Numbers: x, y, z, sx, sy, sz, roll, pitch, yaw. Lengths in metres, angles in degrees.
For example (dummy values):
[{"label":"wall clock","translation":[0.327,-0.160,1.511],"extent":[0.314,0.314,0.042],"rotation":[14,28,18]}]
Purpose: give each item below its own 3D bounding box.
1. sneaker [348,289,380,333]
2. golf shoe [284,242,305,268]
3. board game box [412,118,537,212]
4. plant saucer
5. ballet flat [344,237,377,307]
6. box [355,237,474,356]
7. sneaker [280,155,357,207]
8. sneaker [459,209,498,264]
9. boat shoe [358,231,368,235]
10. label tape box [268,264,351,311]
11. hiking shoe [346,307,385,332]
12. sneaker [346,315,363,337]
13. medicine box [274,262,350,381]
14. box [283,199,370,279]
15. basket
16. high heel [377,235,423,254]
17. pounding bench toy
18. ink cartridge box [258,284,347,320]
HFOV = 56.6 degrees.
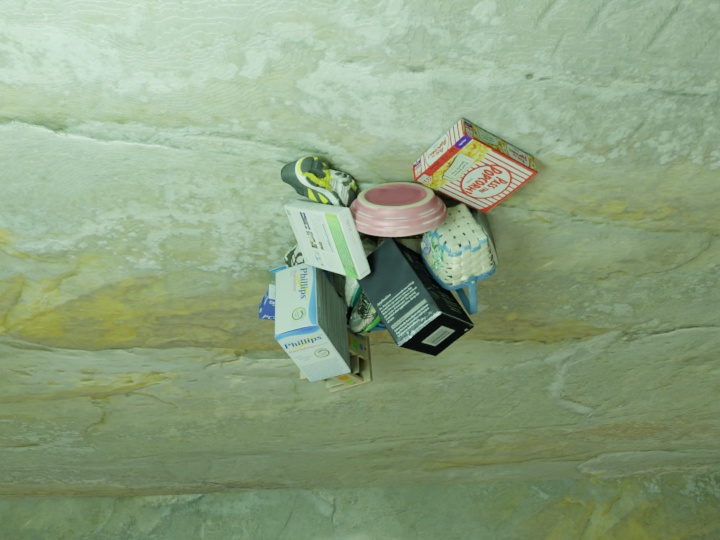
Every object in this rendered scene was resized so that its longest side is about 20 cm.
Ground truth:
[{"label":"sneaker","translation":[0.022,0.060,1.568],"extent":[0.085,0.078,0.201],"rotation":[3,120,-53]},{"label":"golf shoe","translation":[-0.137,-0.034,1.531],"extent":[0.088,0.077,0.201],"rotation":[21,133,16]},{"label":"board game box","translation":[0.227,-0.203,1.334],"extent":[0.199,0.047,0.151],"rotation":[19,141,-29]},{"label":"plant saucer","translation":[0.071,-0.128,1.327],"extent":[0.199,0.201,0.051],"rotation":[-4,117,1]},{"label":"ballet flat","translation":[0.000,0.000,1.591],"extent":[0.071,0.072,0.200],"rotation":[9,133,-17]},{"label":"box","translation":[0.111,0.059,1.397],"extent":[0.117,0.200,0.196],"rotation":[-40,152,15]},{"label":"sneaker","translation":[-0.080,-0.173,1.349],"extent":[0.084,0.075,0.200],"rotation":[5,161,37]},{"label":"sneaker","translation":[0.262,-0.063,1.524],"extent":[0.082,0.074,0.200],"rotation":[-14,143,13]},{"label":"boat shoe","translation":[0.077,-0.105,1.456],"extent":[0.199,0.072,0.076],"rotation":[-6,158,4]},{"label":"label tape box","translation":[-0.117,0.050,1.670],"extent":[0.143,0.066,0.200],"rotation":[-18,145,21]},{"label":"hiking shoe","translation":[0.066,0.102,1.650],"extent":[0.199,0.075,0.087],"rotation":[-15,139,33]},{"label":"sneaker","translation":[-0.061,0.165,1.774],"extent":[0.199,0.083,0.074],"rotation":[-2,171,-46]},{"label":"medicine box","translation":[-0.105,0.115,1.489],"extent":[0.102,0.183,0.200],"rotation":[-17,137,12]},{"label":"box","translation":[-0.070,-0.066,1.361],"extent":[0.200,0.036,0.145],"rotation":[17,132,52]},{"label":"basket","translation":[0.203,-0.027,1.422],"extent":[0.138,0.177,0.201],"rotation":[-22,134,-5]},{"label":"high heel","translation":[0.117,-0.054,1.482],"extent":[0.142,0.072,0.200],"rotation":[-7,178,15]},{"label":"pounding bench toy","translation":[-0.097,0.227,1.687],"extent":[0.199,0.125,0.156],"rotation":[-21,146,27]},{"label":"ink cartridge box","translation":[-0.140,0.093,1.636],"extent":[0.199,0.044,0.094],"rotation":[11,142,-18]}]
